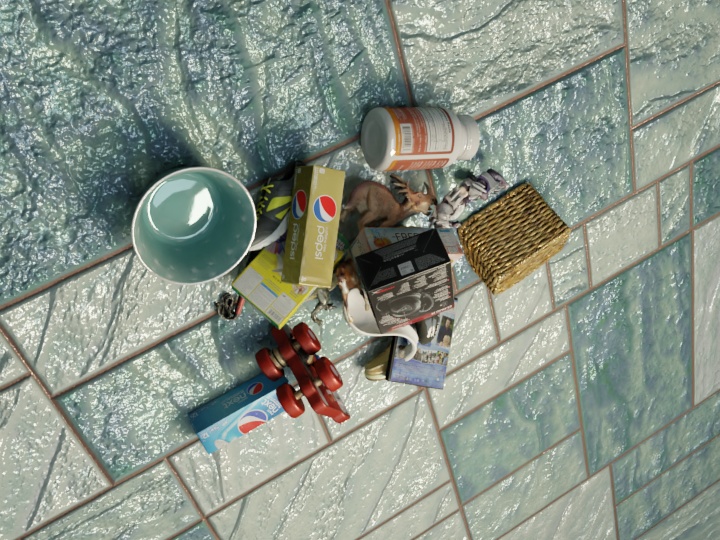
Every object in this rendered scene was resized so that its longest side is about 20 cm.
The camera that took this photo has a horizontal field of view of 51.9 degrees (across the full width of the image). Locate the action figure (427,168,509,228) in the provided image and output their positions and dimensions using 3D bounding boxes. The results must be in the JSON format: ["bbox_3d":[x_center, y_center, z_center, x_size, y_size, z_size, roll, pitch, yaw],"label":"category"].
[{"bbox_3d":[0.200,-0.134,1.407,0.069,0.130,0.200,53,46,-1],"label":"action figure"}]

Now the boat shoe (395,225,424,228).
[{"bbox_3d":[0.081,0.011,1.425,0.073,0.063,0.201,30,70,-50],"label":"boat shoe"}]

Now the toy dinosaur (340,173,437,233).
[{"bbox_3d":[0.036,-0.128,1.362,0.200,0.086,0.136,18,105,-46],"label":"toy dinosaur"}]

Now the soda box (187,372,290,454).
[{"bbox_3d":[-0.228,0.271,1.447,0.200,0.068,0.064,-29,125,-14],"label":"soda box"}]

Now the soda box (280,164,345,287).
[{"bbox_3d":[-0.080,-0.073,1.249,0.064,0.068,0.200,7,90,-33],"label":"soda box"}]

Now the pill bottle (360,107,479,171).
[{"bbox_3d":[0.111,-0.239,1.341,0.200,0.112,0.112,-6,118,-27],"label":"pill bottle"}]

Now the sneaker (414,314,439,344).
[{"bbox_3d":[0.108,0.052,1.504,0.091,0.076,0.200,-6,89,-14],"label":"sneaker"}]

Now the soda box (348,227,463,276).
[{"bbox_3d":[0.084,-0.035,1.346,0.200,0.064,0.068,-1,146,-31],"label":"soda box"}]

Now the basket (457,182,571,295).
[{"bbox_3d":[0.322,-0.064,1.586,0.200,0.149,0.143,-35,160,-9],"label":"basket"}]

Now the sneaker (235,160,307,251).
[{"bbox_3d":[-0.153,-0.113,1.286,0.200,0.074,0.085,-45,115,-21],"label":"sneaker"}]

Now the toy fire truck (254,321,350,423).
[{"bbox_3d":[-0.100,0.196,1.414,0.112,0.200,0.168,-35,154,4],"label":"toy fire truck"}]

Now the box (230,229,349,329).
[{"bbox_3d":[-0.121,-0.008,1.318,0.117,0.048,0.200,41,77,3],"label":"box"}]

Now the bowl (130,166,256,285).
[{"bbox_3d":[-0.281,-0.087,1.203,0.201,0.105,0.201,-13,121,-24],"label":"bowl"}]

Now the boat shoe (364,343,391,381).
[{"bbox_3d":[0.087,0.164,1.579,0.200,0.072,0.076,-26,113,-27],"label":"boat shoe"}]

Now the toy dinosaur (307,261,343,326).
[{"bbox_3d":[-0.075,0.050,1.414,0.200,0.047,0.088,-34,131,-39],"label":"toy dinosaur"}]

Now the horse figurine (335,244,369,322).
[{"bbox_3d":[0.000,0.000,1.395,0.200,0.050,0.133,-59,140,-44],"label":"horse figurine"}]

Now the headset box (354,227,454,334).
[{"bbox_3d":[0.083,0.028,1.306,0.149,0.077,0.200,-20,152,-1],"label":"headset box"}]

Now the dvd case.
[{"bbox_3d":[0.130,0.142,1.557,0.143,0.018,0.200,14,83,-28],"label":"dvd case"}]

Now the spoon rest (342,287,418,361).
[{"bbox_3d":[0.043,0.106,1.458,0.200,0.099,0.061,36,135,-26],"label":"spoon rest"}]

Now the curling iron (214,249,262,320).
[{"bbox_3d":[-0.209,0.005,1.342,0.050,0.026,0.200,18,105,-37],"label":"curling iron"}]
